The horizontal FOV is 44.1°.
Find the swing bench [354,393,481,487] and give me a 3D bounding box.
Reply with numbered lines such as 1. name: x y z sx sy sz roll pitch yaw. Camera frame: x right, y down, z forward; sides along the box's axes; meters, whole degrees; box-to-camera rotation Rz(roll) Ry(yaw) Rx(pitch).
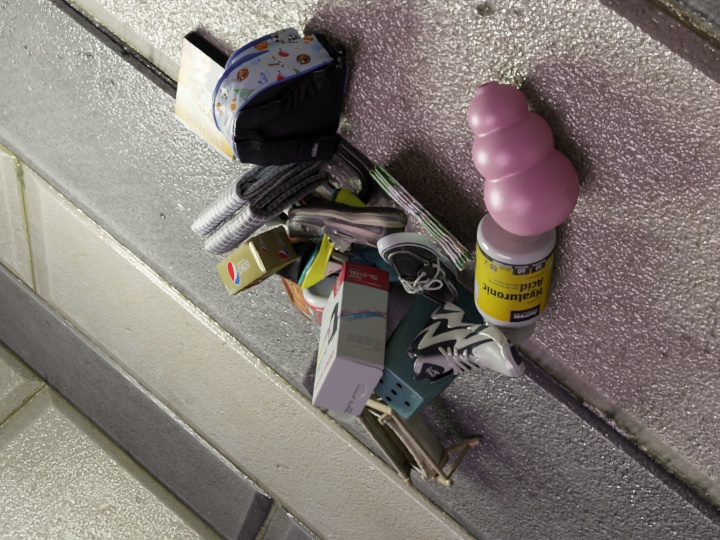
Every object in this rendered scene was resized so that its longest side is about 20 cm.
1. swing bench: 0.093 0.310 1.741 0.199 0.130 0.199 52 146 -13

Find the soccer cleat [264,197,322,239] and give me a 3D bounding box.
1. soccer cleat: -0.082 -0.081 1.544 0.199 0.085 0.069 22 141 30

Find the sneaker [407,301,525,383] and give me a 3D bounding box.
1. sneaker: 0.144 0.135 1.327 0.199 0.129 0.080 36 162 46

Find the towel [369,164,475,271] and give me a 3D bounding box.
1. towel: 0.089 -0.079 1.344 0.200 0.031 0.149 44 -177 1

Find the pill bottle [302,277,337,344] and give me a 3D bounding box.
1. pill bottle: -0.030 0.095 1.651 0.115 0.116 0.201 16 138 35

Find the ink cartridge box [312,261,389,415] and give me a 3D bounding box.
1. ink cartridge box: -0.015 0.110 1.449 0.082 0.201 0.146 15 136 -10

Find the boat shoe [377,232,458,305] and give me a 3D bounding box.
1. boat shoe: 0.093 0.004 1.362 0.073 0.069 0.199 -20 150 21

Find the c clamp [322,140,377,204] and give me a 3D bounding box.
1. c clamp: -0.059 -0.169 1.485 0.200 0.027 0.171 38 141 12

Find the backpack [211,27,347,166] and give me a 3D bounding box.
1. backpack: -0.126 -0.253 1.312 0.154 0.190 0.201 45 150 28

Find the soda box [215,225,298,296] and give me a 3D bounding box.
1. soda box: -0.183 -0.014 1.547 0.064 0.067 0.200 64 151 2

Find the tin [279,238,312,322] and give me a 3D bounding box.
1. tin: -0.104 0.018 1.719 0.111 0.042 0.201 14 135 44

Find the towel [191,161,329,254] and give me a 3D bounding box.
1. towel: -0.158 -0.117 1.441 0.086 0.200 0.165 52 140 -4

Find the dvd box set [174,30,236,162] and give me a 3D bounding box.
1. dvd box set: -0.256 -0.298 1.544 0.146 0.029 0.200 39 146 8

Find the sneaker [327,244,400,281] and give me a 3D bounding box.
1. sneaker: 0.000 0.000 1.538 0.199 0.090 0.079 6 131 38

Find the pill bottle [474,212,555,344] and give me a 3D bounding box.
1. pill bottle: 0.222 0.013 1.298 0.111 0.111 0.201 25 143 27

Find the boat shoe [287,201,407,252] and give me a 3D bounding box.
1. boat shoe: -0.024 -0.064 1.386 0.198 0.074 0.074 8 104 23

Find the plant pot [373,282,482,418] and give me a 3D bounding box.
1. plant pot: 0.108 0.133 1.469 0.141 0.200 0.142 40 146 7

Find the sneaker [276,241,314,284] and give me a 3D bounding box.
1. sneaker: -0.139 -0.024 1.599 0.104 0.060 0.200 32 165 7

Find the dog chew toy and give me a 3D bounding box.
1. dog chew toy: 0.202 -0.149 1.147 0.124 0.124 0.201 -9 112 50

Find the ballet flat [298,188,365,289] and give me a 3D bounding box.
1. ballet flat: -0.044 -0.042 1.479 0.067 0.067 0.201 23 117 0
